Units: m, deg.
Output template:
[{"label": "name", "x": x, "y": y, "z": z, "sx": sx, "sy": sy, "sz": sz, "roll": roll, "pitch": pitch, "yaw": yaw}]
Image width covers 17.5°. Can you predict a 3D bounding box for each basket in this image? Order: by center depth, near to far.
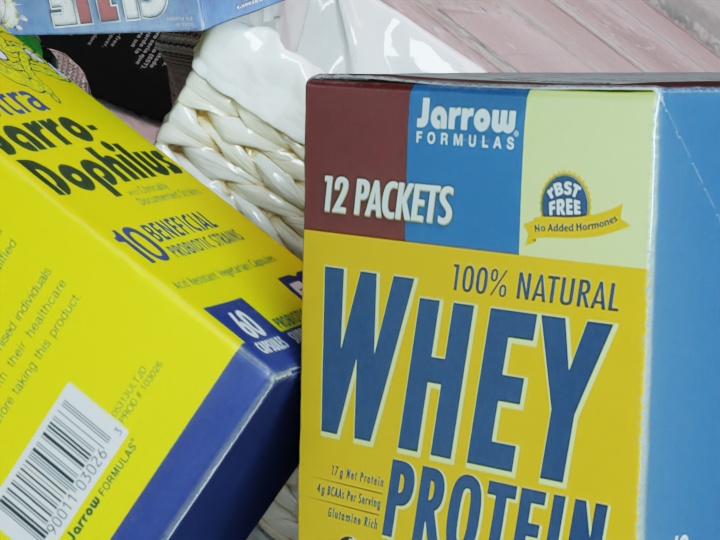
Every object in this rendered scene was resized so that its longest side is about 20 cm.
[{"label": "basket", "x": 0.000, "y": 0.000, "z": 0.894, "sx": 0.200, "sy": 0.161, "sz": 0.198, "roll": 34, "pitch": 16, "yaw": -5}]

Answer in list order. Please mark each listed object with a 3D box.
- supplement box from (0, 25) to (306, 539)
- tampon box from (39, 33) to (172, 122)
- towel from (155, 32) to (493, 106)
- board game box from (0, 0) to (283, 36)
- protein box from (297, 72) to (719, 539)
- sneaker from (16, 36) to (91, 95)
[{"label": "supplement box", "x": -0.111, "y": 0.007, "z": 0.740, "sx": 0.200, "sy": 0.110, "sz": 0.109, "roll": 38, "pitch": 16, "yaw": 11}, {"label": "tampon box", "x": -0.146, "y": -0.180, "z": 1.178, "sx": 0.199, "sy": 0.126, "sz": 0.150, "roll": 21, "pitch": 22, "yaw": -44}, {"label": "towel", "x": 0.002, "y": -0.057, "z": 1.072, "sx": 0.191, "sy": 0.035, "sz": 0.200, "roll": 11, "pitch": -13, "yaw": 2}, {"label": "board game box", "x": -0.092, "y": -0.116, "z": 0.843, "sx": 0.199, "sy": 0.035, "sz": 0.135, "roll": 3, "pitch": 20, "yaw": 38}, {"label": "protein box", "x": 0.099, "y": 0.041, "z": 0.694, "sx": 0.199, "sy": 0.200, "sz": 0.135, "roll": -4, "pitch": 7, "yaw": -42}, {"label": "sneaker", "x": -0.141, "y": -0.062, "z": 0.925, "sx": 0.078, "sy": 0.085, "sz": 0.200, "roll": 35, "pitch": 15, "yaw": 0}]
